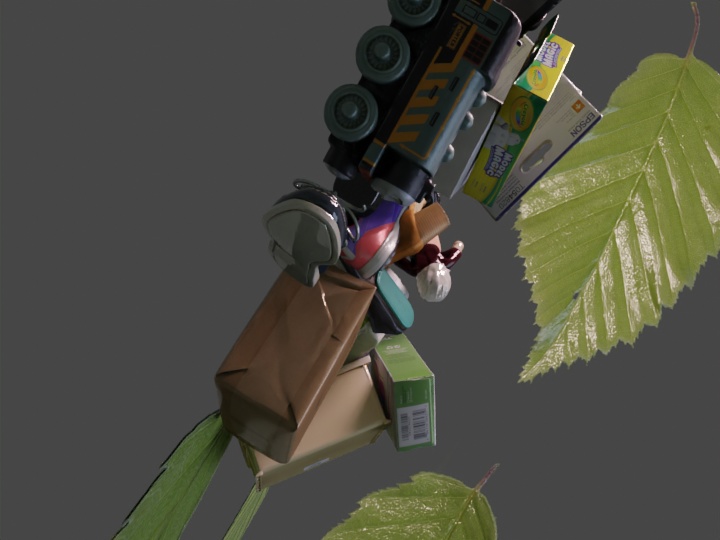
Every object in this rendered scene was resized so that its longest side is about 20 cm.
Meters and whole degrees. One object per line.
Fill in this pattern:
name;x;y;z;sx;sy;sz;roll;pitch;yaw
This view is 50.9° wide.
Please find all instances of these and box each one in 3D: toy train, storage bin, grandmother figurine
toy train;0.049;-0.155;0.634;0.203;0.112;0.085;-60;174;0
storage bin;-0.073;0.225;1.076;0.195;0.096;0.199;-20;162;-15
grandmother figurine;0.101;-0.023;1.154;0.202;0.118;0.062;-98;170;-56

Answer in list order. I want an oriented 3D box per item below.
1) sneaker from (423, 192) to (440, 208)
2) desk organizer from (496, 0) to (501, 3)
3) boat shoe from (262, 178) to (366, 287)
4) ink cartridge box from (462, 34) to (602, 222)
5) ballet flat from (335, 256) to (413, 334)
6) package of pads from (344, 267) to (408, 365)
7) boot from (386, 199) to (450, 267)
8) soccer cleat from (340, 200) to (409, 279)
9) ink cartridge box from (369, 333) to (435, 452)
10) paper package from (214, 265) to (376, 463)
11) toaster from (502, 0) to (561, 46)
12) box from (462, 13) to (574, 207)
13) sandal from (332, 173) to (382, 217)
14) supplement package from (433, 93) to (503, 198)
sneaker;0.107;-0.146;1.294;0.077;0.085;0.202;-97;-150;-49
desk organizer;0.101;-0.267;0.735;0.203;0.076;0.072;-61;174;10
boat shoe;-0.038;-0.037;0.650;0.063;0.074;0.200;-56;175;-15
ink cartridge box;0.198;-0.205;1.043;0.199;0.201;0.040;-43;161;15
ballet flat;0.000;0.000;0.954;0.071;0.203;0.074;-22;-155;12
package of pads;-0.029;0.091;1.110;0.198;0.069;0.155;-35;-172;32
boot;0.039;-0.084;1.162;0.141;0.072;0.202;-28;-144;-4
soccer cleat;0.016;-0.077;0.886;0.068;0.073;0.202;-38;-159;37
ink cartridge box;0.051;0.160;1.083;0.200;0.058;0.107;-126;-149;-68
paper package;-0.077;0.101;0.868;0.193;0.102;0.201;-59;174;-24
toaster;0.212;-0.374;0.831;0.199;0.118;0.183;-34;-161;55
box;0.185;-0.183;0.876;0.118;0.047;0.202;-59;171;-36
sandal;0.041;-0.148;0.813;0.202;0.075;0.048;-53;154;11
supplement package;0.098;-0.179;0.935;0.122;0.119;0.200;-62;174;16
